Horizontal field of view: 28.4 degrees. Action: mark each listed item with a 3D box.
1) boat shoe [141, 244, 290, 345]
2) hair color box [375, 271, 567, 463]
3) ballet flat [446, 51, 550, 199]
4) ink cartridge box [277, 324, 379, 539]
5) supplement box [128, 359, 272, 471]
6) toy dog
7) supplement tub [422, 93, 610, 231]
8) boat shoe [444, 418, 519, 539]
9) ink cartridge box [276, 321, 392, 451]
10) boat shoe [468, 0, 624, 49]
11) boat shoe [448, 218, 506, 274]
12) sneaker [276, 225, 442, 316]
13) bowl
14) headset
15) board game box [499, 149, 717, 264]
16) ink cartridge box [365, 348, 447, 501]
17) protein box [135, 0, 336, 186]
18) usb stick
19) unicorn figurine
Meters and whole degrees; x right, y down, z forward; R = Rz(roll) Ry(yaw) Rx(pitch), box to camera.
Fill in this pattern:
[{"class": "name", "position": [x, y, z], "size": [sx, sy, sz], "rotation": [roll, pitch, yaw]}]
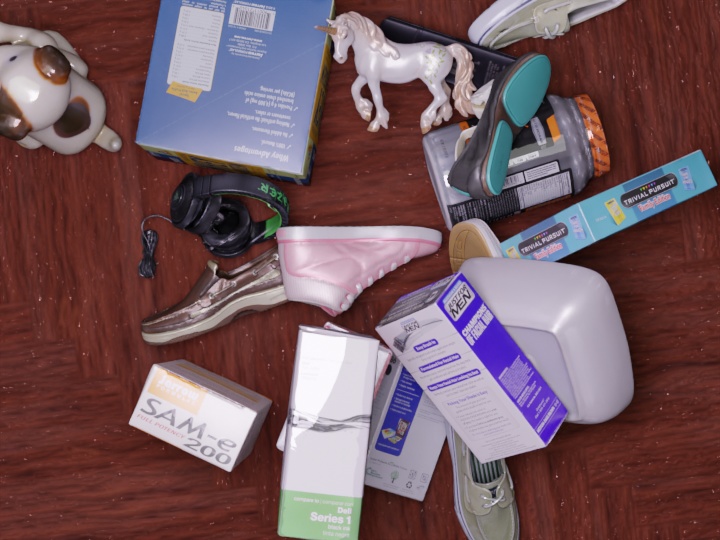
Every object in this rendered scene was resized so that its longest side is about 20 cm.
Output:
[{"class": "boat shoe", "position": [-0.168, 0.023, 1.670], "size": [0.200, 0.075, 0.076], "rotation": [-21, 103, -10]}, {"class": "hair color box", "position": [0.120, 0.107, 1.538], "size": [0.200, 0.109, 0.065], "rotation": [51, 51, -12]}, {"class": "ballet flat", "position": [0.145, -0.165, 1.560], "size": [0.068, 0.068, 0.201], "rotation": [4, 53, 35]}, {"class": "ink cartridge box", "position": [-0.033, 0.159, 1.427], "size": [0.083, 0.146, 0.203], "rotation": [7, 89, -2]}, {"class": "supplement box", "position": [-0.176, 0.160, 1.604], "size": [0.125, 0.200, 0.074], "rotation": [24, 89, 3]}, {"class": "toy dog", "position": [-0.373, -0.194, 1.623], "size": [0.139, 0.200, 0.194], "rotation": [-44, 87, 0]}, {"class": "supplement tub", "position": [0.179, -0.128, 1.642], "size": [0.198, 0.123, 0.124], "rotation": [-18, 87, 0]}, {"class": "boat shoe", "position": [0.141, 0.246, 1.645], "size": [0.071, 0.062, 0.202], "rotation": [-18, 99, -9]}, {"class": "ink cartridge box", "position": [-0.028, 0.138, 1.601], "size": [0.083, 0.200, 0.147], "rotation": [21, 89, -1]}, {"class": "boat shoe", "position": [0.223, -0.306, 1.663], "size": [0.199, 0.072, 0.062], "rotation": [-28, 76, -2]}, {"class": "boat shoe", "position": [0.163, 0.016, 1.642], "size": [0.069, 0.070, 0.201], "rotation": [-44, 123, -33]}, {"class": "sneaker", "position": [0.000, 0.000, 1.653], "size": [0.198, 0.075, 0.106], "rotation": [-1, 87, -17]}, {"class": "bowl", "position": [0.191, 0.089, 1.572], "size": [0.198, 0.075, 0.201], "rotation": [6, 130, 36]}, {"class": "headset", "position": [-0.177, -0.050, 1.655], "size": [0.198, 0.123, 0.095], "rotation": [-13, 58, 30]}, {"class": "board game box", "position": [0.274, -0.062, 1.580], "size": [0.199, 0.151, 0.047], "rotation": [-23, 86, -33]}, {"class": "ink cartridge box", "position": [0.061, 0.160, 1.656], "size": [0.099, 0.039, 0.202], "rotation": [22, 89, -31]}, {"class": "protein box", "position": [-0.139, -0.219, 1.649], "size": [0.196, 0.135, 0.203], "rotation": [10, 88, 2]}, {"class": "usb stick", "position": [0.104, -0.245, 1.658], "size": [0.198, 0.033, 0.056], "rotation": [22, 105, 25]}, {"class": "unicorn figurine", "position": [0.035, -0.227, 1.615], "size": [0.198, 0.074, 0.139], "rotation": [-6, 117, -15]}]
